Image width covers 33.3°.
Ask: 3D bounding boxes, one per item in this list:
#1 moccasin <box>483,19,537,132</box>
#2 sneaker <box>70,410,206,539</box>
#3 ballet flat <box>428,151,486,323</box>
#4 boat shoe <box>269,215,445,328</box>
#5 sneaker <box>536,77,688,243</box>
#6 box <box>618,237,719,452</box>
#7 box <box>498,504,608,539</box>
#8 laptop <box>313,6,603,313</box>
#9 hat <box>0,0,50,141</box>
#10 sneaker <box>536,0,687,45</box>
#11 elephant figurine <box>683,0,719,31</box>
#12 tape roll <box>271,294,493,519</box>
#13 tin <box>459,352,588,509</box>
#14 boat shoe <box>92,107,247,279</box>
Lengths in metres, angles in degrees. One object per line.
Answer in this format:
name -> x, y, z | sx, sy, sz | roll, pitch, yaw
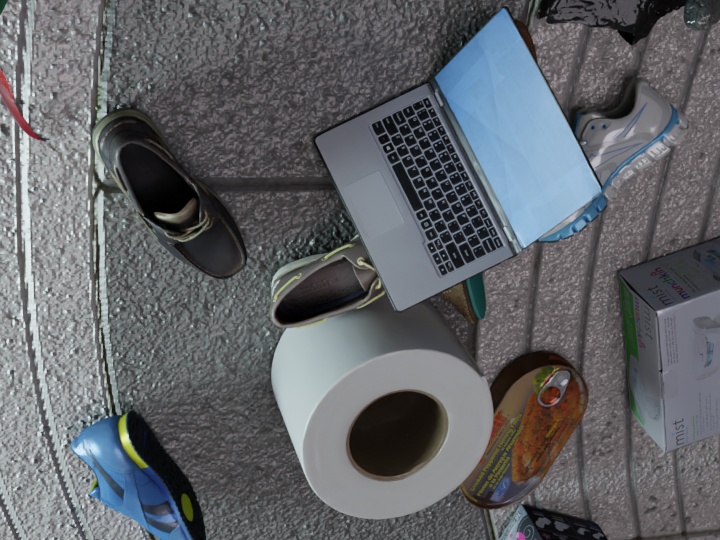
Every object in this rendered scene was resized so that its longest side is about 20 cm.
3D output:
moccasin -> 0.142, -0.140, 1.156 | 0.073, 0.078, 0.203 | -6, 120, -15
sneaker -> -0.228, 0.230, 1.251 | 0.078, 0.066, 0.201 | -22, 123, 8
ballet flat -> 0.081, -0.033, 1.215 | 0.065, 0.071, 0.201 | -5, 120, 15
boat shoe -> 0.000, 0.000, 1.166 | 0.199, 0.060, 0.072 | -23, 114, 15
sneaker -> 0.229, -0.114, 1.214 | 0.200, 0.075, 0.087 | -44, 112, 2
box -> 0.393, 0.080, 1.351 | 0.175, 0.097, 0.201 | -18, 122, -7
box -> 0.215, 0.407, 1.462 | 0.131, 0.115, 0.201 | 18, 110, -26
laptop -> 0.080, -0.096, 1.083 | 0.199, 0.116, 0.188 | -26, 79, -2
hat -> -0.356, -0.216, 0.985 | 0.164, 0.176, 0.202 | -8, 83, -12
sneaker -> 0.276, -0.263, 1.148 | 0.198, 0.060, 0.105 | 11, 113, -18
elephant figurine -> 0.335, -0.339, 1.072 | 0.199, 0.155, 0.142 | -28, 143, -12
tape roll -> 0.019, 0.130, 1.229 | 0.201, 0.139, 0.204 | -8, 120, -15
tin -> 0.179, 0.183, 1.372 | 0.111, 0.042, 0.201 | 19, 110, -31
boat shoe -> -0.172, -0.056, 1.100 | 0.074, 0.073, 0.200 | -38, 123, 5
